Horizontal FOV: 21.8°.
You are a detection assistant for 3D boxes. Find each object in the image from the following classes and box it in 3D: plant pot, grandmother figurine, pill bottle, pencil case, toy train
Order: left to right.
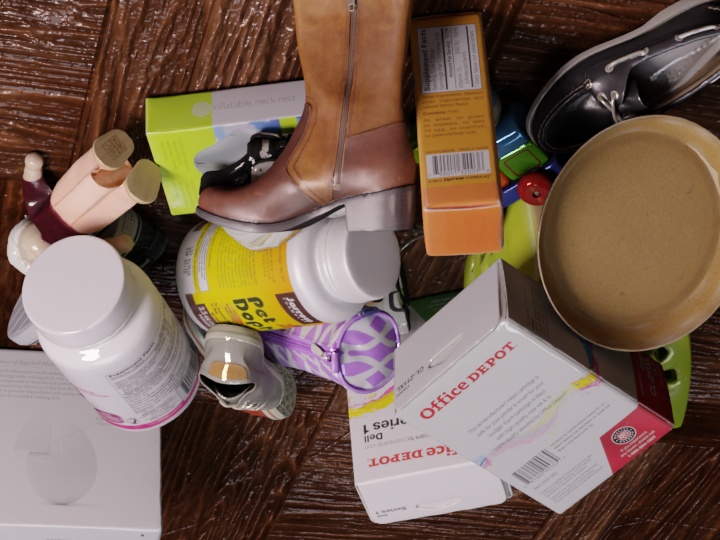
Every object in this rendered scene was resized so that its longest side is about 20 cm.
[{"bbox_3d":[-0.257,-0.053,1.661,0.122,0.060,0.200,52,136,-1],"label":"grandmother figurine"},{"bbox_3d":[-0.223,0.056,1.679,0.112,0.114,0.200,-11,150,9],"label":"pill bottle"},{"bbox_3d":[-0.063,-0.003,1.679,0.199,0.110,0.109,-8,150,40],"label":"pill bottle"},{"bbox_3d":[-0.045,0.063,1.760,0.085,0.085,0.199,-20,-162,-31],"label":"pencil case"},{"bbox_3d":[0.073,-0.087,1.657,0.199,0.085,0.116,-29,127,30],"label":"toy train"},{"bbox_3d":[0.207,0.013,1.713,0.197,0.201,0.182,2,138,-6],"label":"plant pot"},{"bbox_3d":[0.234,-0.033,1.567,0.198,0.027,0.202,-5,106,-18],"label":"plant pot"}]

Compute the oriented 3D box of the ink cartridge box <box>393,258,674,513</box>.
[{"bbox_3d":[0.146,0.101,1.606,0.199,0.083,0.146,33,124,-25],"label":"ink cartridge box"}]

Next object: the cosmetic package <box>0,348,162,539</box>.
[{"bbox_3d":[-0.304,0.196,1.893,0.197,0.202,0.123,4,146,-12],"label":"cosmetic package"}]

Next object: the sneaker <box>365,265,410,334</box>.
[{"bbox_3d":[0.000,0.000,1.769,0.079,0.074,0.201,-4,143,6],"label":"sneaker"}]

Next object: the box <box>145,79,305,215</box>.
[{"bbox_3d":[-0.078,-0.109,1.631,0.198,0.048,0.122,-6,145,4],"label":"box"}]

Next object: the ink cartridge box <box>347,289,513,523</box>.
[{"bbox_3d":[0.064,0.133,1.849,0.143,0.201,0.084,-11,145,9],"label":"ink cartridge box"}]

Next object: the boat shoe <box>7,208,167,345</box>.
[{"bbox_3d":[-0.256,0.018,1.761,0.071,0.073,0.200,28,131,-32],"label":"boat shoe"}]

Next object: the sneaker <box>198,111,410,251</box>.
[{"bbox_3d":[-0.051,-0.085,1.564,0.199,0.076,0.087,-31,132,27],"label":"sneaker"}]

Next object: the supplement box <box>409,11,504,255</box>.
[{"bbox_3d":[0.077,-0.112,1.513,0.068,0.202,0.067,-3,145,4],"label":"supplement box"}]

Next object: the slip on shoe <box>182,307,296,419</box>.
[{"bbox_3d":[-0.131,0.089,1.882,0.061,0.075,0.200,-2,147,27],"label":"slip on shoe"}]

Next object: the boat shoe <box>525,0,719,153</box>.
[{"bbox_3d":[0.229,-0.154,1.557,0.199,0.061,0.074,-30,127,11],"label":"boat shoe"}]

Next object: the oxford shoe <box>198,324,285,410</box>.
[{"bbox_3d":[-0.114,0.105,1.757,0.074,0.058,0.200,5,162,6],"label":"oxford shoe"}]

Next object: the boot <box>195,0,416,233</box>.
[{"bbox_3d":[-0.047,-0.132,1.493,0.186,0.202,0.068,0,-174,22],"label":"boot"}]
